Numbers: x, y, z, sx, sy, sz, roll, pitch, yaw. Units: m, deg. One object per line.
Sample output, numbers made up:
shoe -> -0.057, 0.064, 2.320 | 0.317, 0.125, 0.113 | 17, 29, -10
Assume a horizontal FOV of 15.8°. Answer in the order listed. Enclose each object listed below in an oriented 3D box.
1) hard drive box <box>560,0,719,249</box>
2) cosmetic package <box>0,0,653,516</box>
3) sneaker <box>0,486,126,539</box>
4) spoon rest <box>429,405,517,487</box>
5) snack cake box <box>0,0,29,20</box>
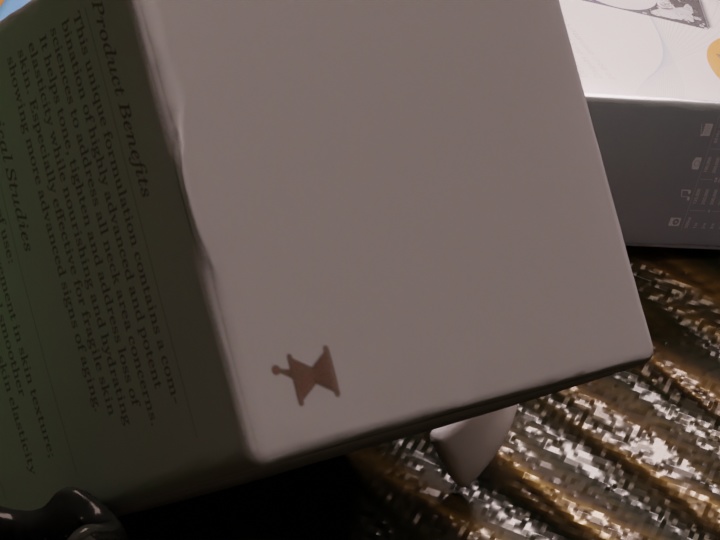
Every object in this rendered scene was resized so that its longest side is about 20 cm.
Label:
hard drive box -> 0.087, -0.083, 1.199 | 0.199, 0.077, 0.156 | 1, 33, -25
cosmetic package -> -0.039, -0.014, 0.891 | 0.166, 0.169, 0.200 | -12, -4, -35
sneaker -> -0.166, 0.095, 0.829 | 0.199, 0.087, 0.080 | 1, 31, -16
spoon rest -> 0.000, 0.000, 1.047 | 0.061, 0.100, 0.200 | -38, 55, -8
snack cake box -> -0.205, -0.106, 1.140 | 0.114, 0.068, 0.200 | -5, 35, -27
